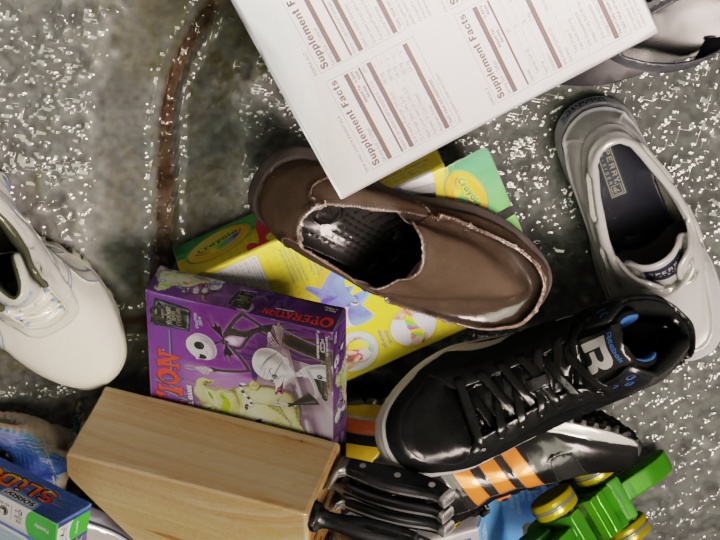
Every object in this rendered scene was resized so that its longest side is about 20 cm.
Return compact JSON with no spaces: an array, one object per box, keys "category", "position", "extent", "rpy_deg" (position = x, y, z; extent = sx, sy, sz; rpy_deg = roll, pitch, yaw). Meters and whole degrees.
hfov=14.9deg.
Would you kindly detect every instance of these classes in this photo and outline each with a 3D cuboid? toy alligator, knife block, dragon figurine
[{"category":"toy alligator","position":[0.124,0.174,1.762],"extent":[0.200,0.054,0.059],"rpy_deg":[-37,101,-34]},{"category":"knife block","position":[-0.050,0.131,1.633],"extent":[0.175,0.064,0.200],"rpy_deg":[-29,113,38]},{"category":"dragon figurine","position":[-0.212,0.138,1.697],"extent":[0.099,0.059,0.201],"rpy_deg":[-9,119,-8]}]

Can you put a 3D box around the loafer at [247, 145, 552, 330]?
[{"category":"loafer","position":[0.027,-0.005,1.611],"extent":[0.199,0.071,0.073],"rpy_deg":[19,112,-23]}]

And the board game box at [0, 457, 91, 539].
[{"category":"board game box","position":[-0.254,0.162,1.640],"extent":[0.200,0.034,0.136],"rpy_deg":[23,119,26]}]

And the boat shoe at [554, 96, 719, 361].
[{"category":"boat shoe","position":[0.176,-0.013,1.700],"extent":[0.073,0.065,0.200],"rpy_deg":[-31,120,4]}]

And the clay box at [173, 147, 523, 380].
[{"category":"clay box","position":[0.000,0.000,1.678],"extent":[0.199,0.048,0.115],"rpy_deg":[-24,121,-1]}]

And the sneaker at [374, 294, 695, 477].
[{"category":"sneaker","position":[0.109,0.059,1.643],"extent":[0.200,0.112,0.073],"rpy_deg":[-23,86,-26]}]

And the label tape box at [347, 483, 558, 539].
[{"category":"label tape box","position":[0.047,0.217,1.794],"extent":[0.199,0.066,0.144],"rpy_deg":[-13,120,-4]}]

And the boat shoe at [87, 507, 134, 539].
[{"category":"boat shoe","position":[-0.143,0.213,1.666],"extent":[0.202,0.086,0.075],"rpy_deg":[36,104,-24]}]

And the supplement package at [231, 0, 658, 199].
[{"category":"supplement package","position":[0.032,-0.174,1.532],"extent":[0.200,0.152,0.151],"rpy_deg":[-28,121,3]}]

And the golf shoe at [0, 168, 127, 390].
[{"category":"golf shoe","position":[-0.203,0.011,1.611],"extent":[0.078,0.097,0.200],"rpy_deg":[-35,121,5]}]

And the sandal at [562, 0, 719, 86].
[{"category":"sandal","position":[0.196,-0.152,1.643],"extent":[0.199,0.043,0.076],"rpy_deg":[-11,119,-7]}]

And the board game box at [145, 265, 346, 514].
[{"category":"board game box","position":[-0.068,0.092,1.671],"extent":[0.120,0.032,0.200],"rpy_deg":[15,133,17]}]

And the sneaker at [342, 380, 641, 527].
[{"category":"sneaker","position":[0.076,0.124,1.737],"extent":[0.199,0.070,0.090],"rpy_deg":[7,99,-9]}]
